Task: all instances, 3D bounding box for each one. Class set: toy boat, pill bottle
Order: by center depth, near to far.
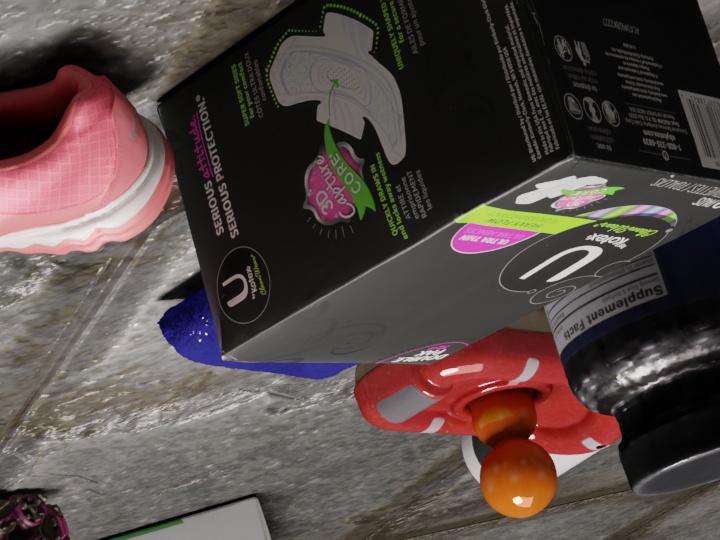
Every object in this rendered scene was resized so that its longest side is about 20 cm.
[{"bbox_3d":[0.144,0.003,1.026,0.111,0.201,0.112,-15,163,-5],"label":"pill bottle"},{"bbox_3d":[0.098,0.101,1.377,0.199,0.132,0.130,7,152,-37],"label":"toy boat"}]

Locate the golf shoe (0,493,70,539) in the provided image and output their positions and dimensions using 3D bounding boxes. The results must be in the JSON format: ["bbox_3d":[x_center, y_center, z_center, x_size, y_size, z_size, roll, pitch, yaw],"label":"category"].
[{"bbox_3d":[-0.298,0.203,1.439,0.092,0.073,0.199,-29,159,32],"label":"golf shoe"}]

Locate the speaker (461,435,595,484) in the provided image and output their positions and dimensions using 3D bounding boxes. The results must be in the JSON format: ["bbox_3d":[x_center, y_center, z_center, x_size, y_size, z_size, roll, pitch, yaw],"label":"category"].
[{"bbox_3d":[0.155,0.104,1.555,0.081,0.082,0.200,-7,161,-29],"label":"speaker"}]

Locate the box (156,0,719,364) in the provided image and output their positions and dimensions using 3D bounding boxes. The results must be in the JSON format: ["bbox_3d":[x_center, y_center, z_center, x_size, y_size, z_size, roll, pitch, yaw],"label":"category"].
[{"bbox_3d":[0.040,-0.052,0.886,0.199,0.125,0.148,-29,158,36],"label":"box"}]

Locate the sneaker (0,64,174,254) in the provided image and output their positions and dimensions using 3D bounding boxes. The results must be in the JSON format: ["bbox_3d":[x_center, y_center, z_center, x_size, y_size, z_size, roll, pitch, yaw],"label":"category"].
[{"bbox_3d":[-0.181,-0.035,0.853,0.199,0.074,0.087,-22,149,1],"label":"sneaker"}]

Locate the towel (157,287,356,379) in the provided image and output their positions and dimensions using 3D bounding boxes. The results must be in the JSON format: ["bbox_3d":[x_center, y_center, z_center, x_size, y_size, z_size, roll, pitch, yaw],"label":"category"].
[{"bbox_3d":[0.000,0.000,1.153,0.200,0.050,0.147,-30,152,37],"label":"towel"}]

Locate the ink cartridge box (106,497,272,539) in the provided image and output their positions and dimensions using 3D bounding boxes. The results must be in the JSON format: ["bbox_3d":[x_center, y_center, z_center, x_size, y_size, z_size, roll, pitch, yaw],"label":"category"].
[{"bbox_3d":[-0.139,0.272,1.788,0.146,0.084,0.200,-16,162,-4],"label":"ink cartridge box"}]
